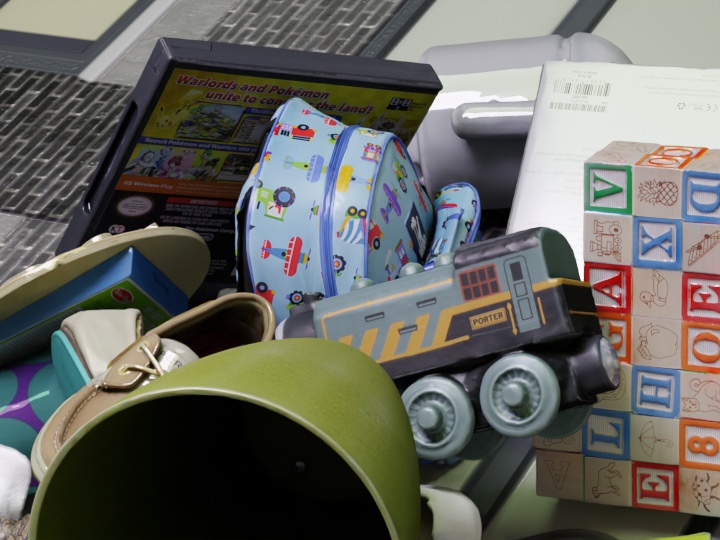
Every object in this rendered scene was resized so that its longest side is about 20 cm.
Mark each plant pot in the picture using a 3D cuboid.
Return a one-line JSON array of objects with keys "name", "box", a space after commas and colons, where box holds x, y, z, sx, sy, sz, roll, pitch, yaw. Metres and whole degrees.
[{"name": "plant pot", "box": [-0.045, 0.111, 1.369, 0.186, 0.188, 0.200, -1, 18, 15]}]

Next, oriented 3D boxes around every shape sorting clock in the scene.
[{"name": "shape sorting clock", "box": [-0.184, 0.029, 1.675, 0.199, 0.200, 0.039, -20, 72, -14]}]

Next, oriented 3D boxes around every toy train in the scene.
[{"name": "toy train", "box": [0.045, 0.049, 1.508, 0.199, 0.114, 0.085, -16, -10, 23]}]

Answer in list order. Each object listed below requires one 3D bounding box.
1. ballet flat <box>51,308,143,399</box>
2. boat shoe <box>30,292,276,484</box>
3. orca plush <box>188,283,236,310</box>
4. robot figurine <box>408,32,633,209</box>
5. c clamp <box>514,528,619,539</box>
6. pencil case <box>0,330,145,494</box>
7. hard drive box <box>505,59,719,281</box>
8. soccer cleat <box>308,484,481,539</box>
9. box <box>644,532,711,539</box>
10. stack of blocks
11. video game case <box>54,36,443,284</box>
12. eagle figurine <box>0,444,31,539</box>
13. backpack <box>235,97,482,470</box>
[{"name": "ballet flat", "box": [-0.122, 0.099, 1.549, 0.069, 0.070, 0.200, -16, 53, -8]}, {"name": "boat shoe", "box": [-0.110, 0.065, 1.493, 0.074, 0.066, 0.200, 36, 33, 7]}, {"name": "orca plush", "box": [-0.161, -0.001, 1.800, 0.199, 0.071, 0.105, -14, 34, -4]}, {"name": "robot figurine", "box": [0.108, -0.099, 1.832, 0.199, 0.113, 0.170, -5, 4, 11]}, {"name": "c clamp", "box": [0.087, 0.196, 1.478, 0.199, 0.027, 0.171, -11, 33, 1]}, {"name": "pencil case", "box": [-0.210, 0.103, 1.642, 0.199, 0.093, 0.085, -20, 46, -16]}, {"name": "hard drive box", "box": [0.173, -0.021, 1.654, 0.155, 0.077, 0.201, 5, 65, 21]}, {"name": "soccer cleat", "box": [-0.032, 0.149, 1.508, 0.199, 0.078, 0.070, -11, 73, 18]}, {"name": "box", "box": [0.088, 0.206, 1.407, 0.199, 0.048, 0.122, -6, 61, 7]}, {"name": "stack of blocks", "box": [0.161, 0.031, 1.538, 0.115, 0.201, 0.059, 6, 17, 21]}, {"name": "video game case", "box": [-0.070, -0.064, 1.708, 0.199, 0.181, 0.026, 3, 43, -33]}, {"name": "eagle figurine", "box": [-0.181, 0.190, 1.462, 0.150, 0.152, 0.200, 19, 7, -10]}, {"name": "backpack", "box": [0.000, 0.000, 1.638, 0.134, 0.201, 0.183, 0, 34, 16]}]
